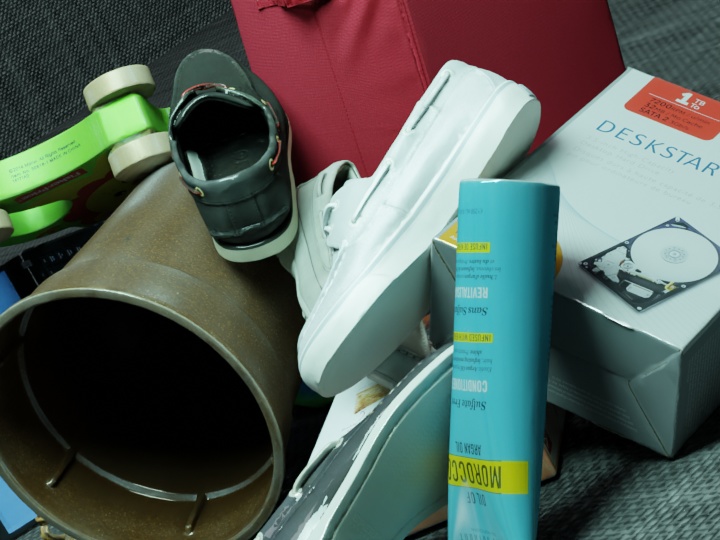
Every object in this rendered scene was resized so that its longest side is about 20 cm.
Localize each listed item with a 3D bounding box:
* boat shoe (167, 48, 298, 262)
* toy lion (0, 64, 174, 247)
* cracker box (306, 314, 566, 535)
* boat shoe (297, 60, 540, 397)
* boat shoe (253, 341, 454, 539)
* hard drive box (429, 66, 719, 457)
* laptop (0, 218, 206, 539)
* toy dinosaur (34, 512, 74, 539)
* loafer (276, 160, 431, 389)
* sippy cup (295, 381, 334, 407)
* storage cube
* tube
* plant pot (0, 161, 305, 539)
[{"bbox_3d":[-0.081,-0.086,1.336,0.073,0.063,0.202,-19,35,1],"label":"boat shoe"},{"bbox_3d":[-0.179,-0.066,1.499,0.199,0.069,0.192,-24,-12,6],"label":"toy lion"},{"bbox_3d":[0.050,0.078,1.264,0.133,0.058,0.200,-24,15,16],"label":"cracker box"},{"bbox_3d":[0.018,-0.027,1.173,0.201,0.068,0.072,-57,-23,-6],"label":"boat shoe"},{"bbox_3d":[0.000,0.115,1.122,0.060,0.074,0.201,13,65,48],"label":"boat shoe"},{"bbox_3d":[0.155,-0.010,1.182,0.155,0.077,0.200,24,44,28],"label":"hard drive box"},{"bbox_3d":[-0.204,0.078,1.522,0.199,0.178,0.103,-16,19,43],"label":"laptop"},{"bbox_3d":[-0.152,0.149,1.460,0.200,0.061,0.106,-39,41,-18],"label":"toy dinosaur"},{"bbox_3d":[0.000,0.000,1.269,0.070,0.070,0.200,-53,35,15],"label":"loafer"},{"bbox_3d":[-0.012,0.008,1.514,0.177,0.141,0.130,1,20,39],"label":"sippy cup"},{"bbox_3d":[0.041,-0.153,1.405,0.199,0.181,0.170,-27,15,-37],"label":"storage cube"},{"bbox_3d":[0.069,0.056,1.082,0.050,0.202,0.077,3,-2,-22],"label":"tube"},{"bbox_3d":[-0.115,0.041,1.362,0.199,0.201,0.199,-21,25,29],"label":"plant pot"}]
